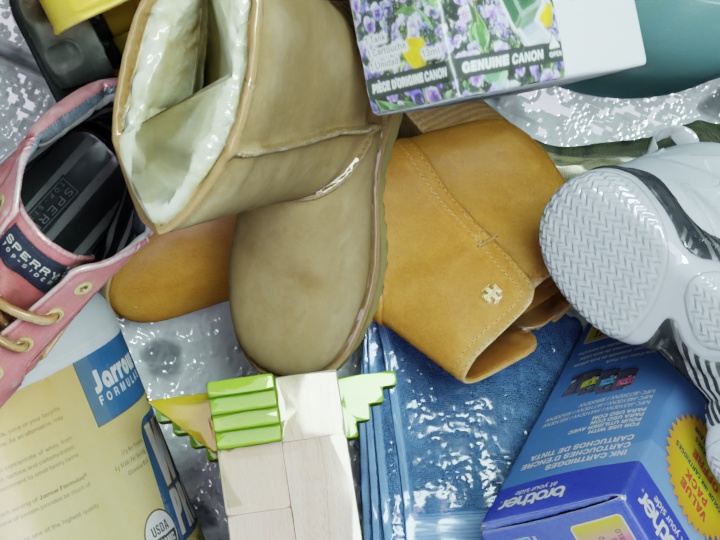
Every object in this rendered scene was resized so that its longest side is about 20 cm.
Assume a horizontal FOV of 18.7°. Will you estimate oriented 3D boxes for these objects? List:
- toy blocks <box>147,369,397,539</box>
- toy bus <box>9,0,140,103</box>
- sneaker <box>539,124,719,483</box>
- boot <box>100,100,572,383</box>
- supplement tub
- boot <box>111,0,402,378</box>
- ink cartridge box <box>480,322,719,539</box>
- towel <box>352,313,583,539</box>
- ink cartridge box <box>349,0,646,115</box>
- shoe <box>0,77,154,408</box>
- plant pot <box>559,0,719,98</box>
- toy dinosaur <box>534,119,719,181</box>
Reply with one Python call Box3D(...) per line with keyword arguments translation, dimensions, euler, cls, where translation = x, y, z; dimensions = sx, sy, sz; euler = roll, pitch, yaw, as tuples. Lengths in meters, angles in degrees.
Box3D(translation=(-0.026, 0.117, 0.901), dimensions=(0.100, 0.200, 0.137), euler=(-8, 84, -2), cls="toy blocks")
Box3D(translation=(-0.102, -0.174, 0.899), dimensions=(0.136, 0.200, 0.192), euler=(-27, 89, -5), cls="toy bus")
Box3D(translation=(0.171, 0.022, 0.910), dimensions=(0.200, 0.115, 0.075), euler=(47, 130, 4), cls="sneaker")
Box3D(translation=(0.001, 0.000, 0.955), dimensions=(0.201, 0.071, 0.144), euler=(-32, 58, -10), cls="boot")
Box3D(translation=(-0.153, 0.091, 0.934), dimensions=(0.145, 0.145, 0.200), euler=(-22, 98, -6), cls="supplement tub")
Box3D(translation=(-0.042, -0.031, 0.831), dimensions=(0.066, 0.200, 0.175), euler=(11, 98, 15), cls="boot")
Box3D(translation=(0.132, 0.116, 0.946), dimensions=(0.076, 0.200, 0.137), euler=(-18, 113, 36), cls="ink cartridge box")
Box3D(translation=(0.055, 0.112, 0.980), dimensions=(0.112, 0.049, 0.200), euler=(1, 71, -10), cls="towel")
Box3D(translation=(0.039, -0.166, 0.832), dimensions=(0.109, 0.050, 0.200), euler=(-14, 94, -42), cls="ink cartridge box")
Box3D(translation=(-0.143, 0.010, 0.818), dimensions=(0.071, 0.091, 0.200), euler=(40, 61, -9), cls="shoe")
Box3D(translation=(0.137, -0.175, 0.948), dimensions=(0.200, 0.161, 0.201), euler=(-1, 95, -8), cls="plant pot")
Box3D(translation=(0.151, -0.037, 1.013), dimensions=(0.200, 0.047, 0.088), euler=(0, 59, -7), cls="toy dinosaur")
